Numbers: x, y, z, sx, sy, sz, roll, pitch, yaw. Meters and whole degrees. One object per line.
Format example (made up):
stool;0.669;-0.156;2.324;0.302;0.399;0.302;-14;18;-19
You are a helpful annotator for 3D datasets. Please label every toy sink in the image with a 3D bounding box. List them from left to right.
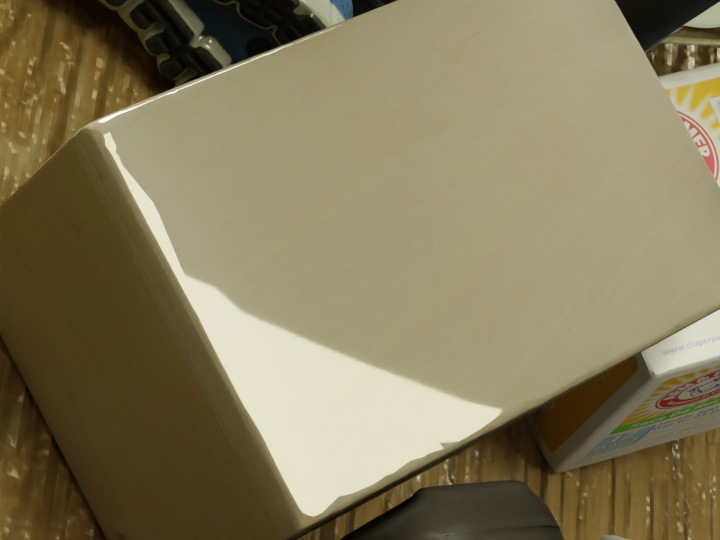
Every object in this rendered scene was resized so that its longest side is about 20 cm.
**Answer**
toy sink;0.000;0.000;0.873;0.199;0.112;0.131;-26;84;-36

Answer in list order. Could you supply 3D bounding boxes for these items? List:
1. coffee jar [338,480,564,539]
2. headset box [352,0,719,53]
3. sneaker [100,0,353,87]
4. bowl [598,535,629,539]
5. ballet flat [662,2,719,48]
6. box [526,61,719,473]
coffee jar;0.035;0.167;0.827;0.085;0.104;0.201;1;64;-42
headset box;0.044;-0.142;0.998;0.077;0.149;0.201;-3;68;-44
sneaker;-0.078;-0.134;0.941;0.200;0.078;0.089;43;32;-25
bowl;0.147;0.180;0.893;0.200;0.200;0.075;43;83;-16
ballet flat;0.170;-0.110;1.119;0.198;0.062;0.068;-5;106;-17
box;0.153;-0.014;0.996;0.199;0.113;0.102;-14;73;-19
